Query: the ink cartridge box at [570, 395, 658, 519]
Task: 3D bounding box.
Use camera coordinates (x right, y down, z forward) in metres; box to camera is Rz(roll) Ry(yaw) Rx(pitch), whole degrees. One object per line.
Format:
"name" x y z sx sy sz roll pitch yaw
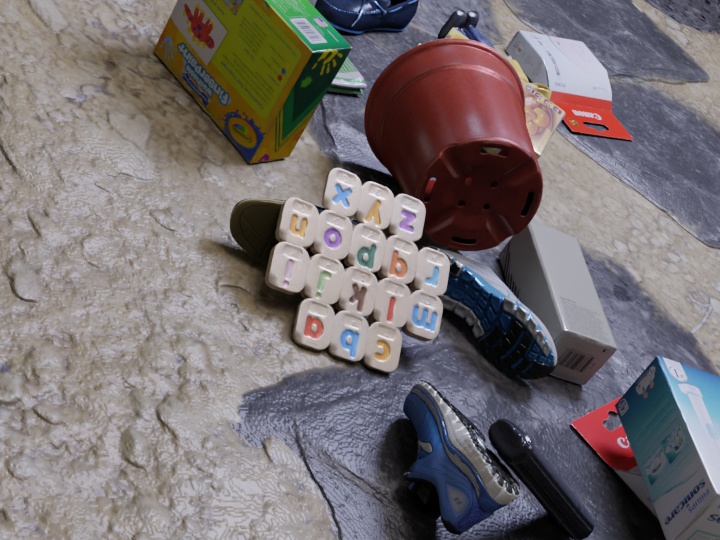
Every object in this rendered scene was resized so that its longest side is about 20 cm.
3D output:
"ink cartridge box" 0.349 0.211 1.492 0.161 0.050 0.200 -15 59 -51

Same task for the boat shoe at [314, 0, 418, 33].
"boat shoe" 0.009 -0.389 1.936 0.084 0.069 0.200 46 34 17

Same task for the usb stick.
"usb stick" 0.172 0.198 1.268 0.200 0.033 0.055 50 4 -48

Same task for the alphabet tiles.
"alphabet tiles" 0.000 0.000 1.389 0.200 0.015 0.196 20 67 -23

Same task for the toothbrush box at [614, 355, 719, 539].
"toothbrush box" 0.370 0.201 1.404 0.146 0.085 0.200 18 33 -24

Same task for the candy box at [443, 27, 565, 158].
"candy box" 0.174 -0.232 1.855 0.200 0.055 0.115 37 46 -3

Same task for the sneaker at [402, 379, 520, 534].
"sneaker" 0.071 0.173 1.251 0.079 0.089 0.200 44 5 -25

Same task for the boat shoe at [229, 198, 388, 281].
"boat shoe" -0.050 -0.033 1.428 0.200 0.072 0.066 15 14 -23

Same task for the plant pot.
"plant pot" 0.117 -0.136 1.563 0.200 0.201 0.195 20 29 -23

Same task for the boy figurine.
"boy figurine" 0.195 -0.292 1.949 0.124 0.064 0.200 -4 46 -49

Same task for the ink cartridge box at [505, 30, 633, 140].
"ink cartridge box" 0.344 -0.297 2.148 0.162 0.057 0.200 1 41 -42

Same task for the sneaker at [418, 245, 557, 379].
"sneaker" 0.150 0.038 1.513 0.200 0.075 0.087 45 28 14

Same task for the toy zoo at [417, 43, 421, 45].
"toy zoo" 0.157 -0.242 1.926 0.200 0.020 0.131 30 33 -9

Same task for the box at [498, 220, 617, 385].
"box" 0.229 0.035 1.589 0.082 0.068 0.200 20 35 -23

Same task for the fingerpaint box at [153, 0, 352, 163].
"fingerpaint box" -0.126 -0.252 1.541 0.073 0.167 0.200 -16 57 -48

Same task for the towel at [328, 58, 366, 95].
"towel" -0.092 -0.308 1.781 0.152 0.023 0.200 -1 47 -42
